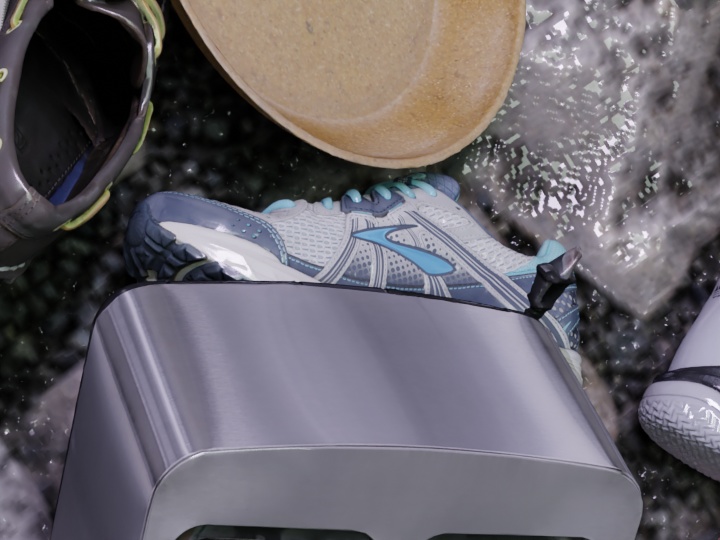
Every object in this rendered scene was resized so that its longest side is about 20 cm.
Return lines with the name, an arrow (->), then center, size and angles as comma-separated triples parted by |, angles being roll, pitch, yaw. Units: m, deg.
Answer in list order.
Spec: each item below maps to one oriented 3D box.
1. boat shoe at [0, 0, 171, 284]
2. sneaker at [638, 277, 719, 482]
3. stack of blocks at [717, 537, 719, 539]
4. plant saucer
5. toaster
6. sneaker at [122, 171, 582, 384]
boat shoe -> -0.100, -0.070, 0.735 | 0.072, 0.060, 0.202 | 51, 36, -26
sneaker -> 0.222, 0.057, 0.882 | 0.199, 0.075, 0.116 | 26, 79, -13
stack of blocks -> 0.137, 0.204, 0.844 | 0.200, 0.059, 0.116 | -38, 98, -20
plant saucer -> -0.016, -0.132, 0.806 | 0.199, 0.035, 0.202 | 16, 65, -39
toaster -> -0.011, 0.097, 0.727 | 0.179, 0.119, 0.202 | 5, 117, -21
sneaker -> 0.000, 0.000, 0.816 | 0.199, 0.077, 0.087 | 20, 66, -25
